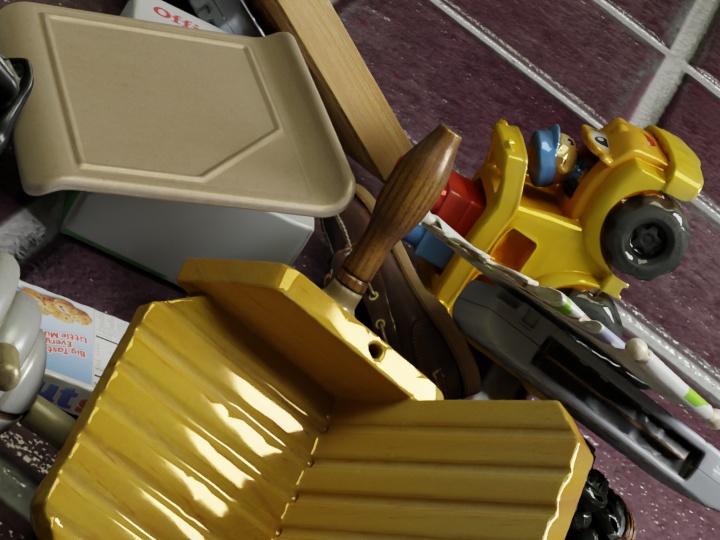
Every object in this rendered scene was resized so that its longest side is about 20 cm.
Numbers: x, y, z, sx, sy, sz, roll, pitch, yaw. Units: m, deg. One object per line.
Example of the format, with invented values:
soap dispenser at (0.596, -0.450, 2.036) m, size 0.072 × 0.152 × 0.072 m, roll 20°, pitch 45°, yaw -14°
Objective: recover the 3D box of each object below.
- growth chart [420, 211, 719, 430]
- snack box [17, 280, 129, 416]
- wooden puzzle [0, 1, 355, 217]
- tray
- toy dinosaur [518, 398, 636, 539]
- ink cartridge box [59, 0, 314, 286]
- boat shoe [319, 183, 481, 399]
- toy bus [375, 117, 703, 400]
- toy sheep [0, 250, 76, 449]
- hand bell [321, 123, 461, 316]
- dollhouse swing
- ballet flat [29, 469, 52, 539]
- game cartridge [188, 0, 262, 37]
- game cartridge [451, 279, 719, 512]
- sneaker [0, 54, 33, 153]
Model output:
growth chart at (0.122, 0.026, 1.097) m, size 0.199 × 0.018 × 0.145 m, roll 34°, pitch -2°, yaw 37°
snack box at (-0.187, 0.039, 1.022) m, size 0.199 × 0.024 × 0.072 m, roll 23°, pitch 33°, yaw -23°
wooden puzzle at (-0.118, -0.095, 1.102) m, size 0.198 × 0.037 × 0.186 m, roll 2°, pitch 39°, yaw -22°
tray at (-0.033, -0.158, 1.323) m, size 0.099 × 0.037 × 0.201 m, roll 41°, pitch -14°, yaw 52°
toy dinosaur at (0.137, 0.153, 1.150) m, size 0.135 × 0.103 × 0.200 m, roll 34°, pitch 3°, yaw -40°
ink cartridge box at (-0.112, -0.083, 1.212) m, size 0.144 × 0.088 × 0.201 m, roll 25°, pitch 30°, yaw -18°
boat shoe at (0.009, 0.019, 1.217) m, size 0.070 × 0.071 × 0.201 m, roll -22°, pitch 46°, yaw -10°
toy bus at (0.116, -0.038, 1.266) m, size 0.191 × 0.201 × 0.136 m, roll 31°, pitch 18°, yaw -11°
toy sheep at (-0.223, 0.031, 0.895) m, size 0.200 × 0.138 × 0.138 m, roll 43°, pitch 27°, yaw -18°
hand bell at (0.000, 0.000, 1.078) m, size 0.104 × 0.201 × 0.104 m, roll 34°, pitch 10°, yaw -7°
dollhouse swing at (-0.023, 0.103, 0.867) m, size 0.181 × 0.175 × 0.201 m, roll 40°, pitch 58°, yaw -23°
ballet flat at (-0.114, 0.113, 0.975) m, size 0.063 × 0.069 × 0.199 m, roll 29°, pitch 16°, yaw 36°
game cartridge at (-0.114, -0.213, 1.379) m, size 0.201 × 0.040 × 0.134 m, roll 60°, pitch -1°, yaw 34°
game cartridge at (0.148, 0.079, 1.147) m, size 0.199 × 0.042 × 0.133 m, roll 37°, pitch -6°, yaw -7°
sneaker at (-0.245, -0.125, 1.063) m, size 0.076 × 0.114 × 0.201 m, roll 25°, pitch 36°, yaw -38°
